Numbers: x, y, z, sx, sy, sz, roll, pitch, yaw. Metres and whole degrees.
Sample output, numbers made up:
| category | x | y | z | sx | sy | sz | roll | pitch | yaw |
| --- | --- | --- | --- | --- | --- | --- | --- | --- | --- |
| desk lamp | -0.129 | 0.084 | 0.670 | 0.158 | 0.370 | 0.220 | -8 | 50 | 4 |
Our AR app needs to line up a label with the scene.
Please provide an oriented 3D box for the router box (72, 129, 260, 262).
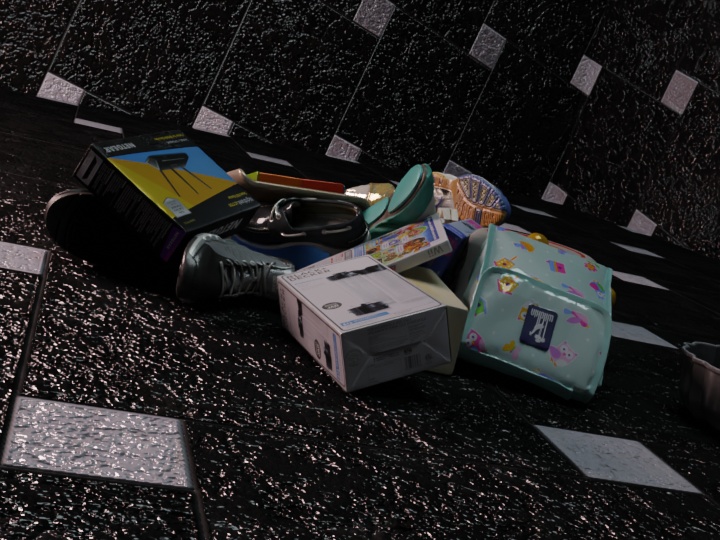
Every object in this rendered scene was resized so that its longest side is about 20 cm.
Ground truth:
| category | x | y | z | sx | sy | sz | roll | pitch | yaw |
| --- | --- | --- | --- | --- | --- | --- | --- | --- | --- |
| router box | -0.222 | -0.094 | 1.205 | 0.149 | 0.051 | 0.200 | 42 | 22 | 6 |

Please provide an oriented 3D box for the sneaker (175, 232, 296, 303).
| category | x | y | z | sx | sy | sz | roll | pitch | yaw |
| --- | --- | --- | --- | --- | --- | --- | --- | --- | --- |
| sneaker | -0.128 | 0.003 | 1.157 | 0.114 | 0.076 | 0.200 | 14 | 9 | 8 |

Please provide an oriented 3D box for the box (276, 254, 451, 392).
| category | x | y | z | sx | sy | sz | roll | pitch | yaw |
| --- | --- | --- | --- | --- | --- | --- | --- | --- | --- |
| box | -0.002 | 0.047 | 1.041 | 0.115 | 0.061 | 0.200 | -13 | 19 | -18 |

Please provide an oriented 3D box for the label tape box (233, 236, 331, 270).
| category | x | y | z | sx | sy | sz | roll | pitch | yaw |
| --- | --- | --- | --- | --- | --- | --- | --- | --- | --- |
| label tape box | -0.107 | -0.039 | 1.446 | 0.142 | 0.064 | 0.200 | 14 | 10 | 1 |

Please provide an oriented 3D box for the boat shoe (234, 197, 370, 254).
| category | x | y | z | sx | sy | sz | roll | pitch | yaw |
| --- | --- | --- | --- | --- | --- | --- | --- | --- | --- |
| boat shoe | -0.083 | -0.068 | 1.353 | 0.197 | 0.061 | 0.076 | 3 | 52 | 14 |

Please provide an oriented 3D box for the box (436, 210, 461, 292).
| category | x | y | z | sx | sy | sz | roll | pitch | yaw |
| --- | --- | --- | --- | --- | --- | --- | --- | --- | --- |
| box | 0.098 | -0.039 | 1.613 | 0.197 | 0.106 | 0.148 | 11 | 11 | -17 |

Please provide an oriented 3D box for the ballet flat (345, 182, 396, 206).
| category | x | y | z | sx | sy | sz | roll | pitch | yaw |
| --- | --- | --- | --- | --- | --- | --- | --- | --- | --- |
| ballet flat | -0.005 | -0.099 | 1.538 | 0.070 | 0.072 | 0.200 | 11 | -5 | -17 |

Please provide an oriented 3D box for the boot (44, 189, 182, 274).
| category | x | y | z | sx | sy | sz | roll | pitch | yaw |
| --- | --- | --- | --- | --- | --- | --- | --- | --- | --- |
| boot | -0.301 | -0.062 | 1.253 | 0.209 | 0.080 | 0.158 | 20 | 12 | -37 |

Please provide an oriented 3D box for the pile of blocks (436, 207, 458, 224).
| category | x | y | z | sx | sy | sz | roll | pitch | yaw |
| --- | --- | --- | --- | --- | --- | --- | --- | --- | --- |
| pile of blocks | 0.073 | -0.046 | 1.461 | 0.082 | 0.063 | 0.200 | 32 | 52 | 15 |

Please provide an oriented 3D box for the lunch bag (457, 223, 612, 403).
| category | x | y | z | sx | sy | sz | roll | pitch | yaw |
| --- | --- | --- | --- | --- | --- | --- | --- | --- | --- |
| lunch bag | 0.198 | 0.056 | 1.176 | 0.168 | 0.123 | 0.201 | 21 | 34 | 2 |

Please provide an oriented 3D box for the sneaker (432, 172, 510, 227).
| category | x | y | z | sx | sy | sz | roll | pitch | yaw |
| --- | --- | --- | --- | --- | --- | --- | --- | --- | --- |
| sneaker | 0.180 | -0.116 | 1.630 | 0.087 | 0.076 | 0.199 | 6 | 13 | -39 |

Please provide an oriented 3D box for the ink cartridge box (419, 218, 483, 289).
| category | x | y | z | sx | sy | sz | roll | pitch | yaw |
| --- | --- | --- | --- | --- | --- | --- | --- | --- | --- |
| ink cartridge box | 0.115 | -0.009 | 1.428 | 0.042 | 0.120 | 0.200 | 34 | 15 | 15 |

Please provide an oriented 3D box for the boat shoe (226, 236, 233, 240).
| category | x | y | z | sx | sy | sz | roll | pitch | yaw |
| --- | --- | --- | --- | --- | --- | --- | --- | --- | --- |
| boat shoe | -0.199 | -0.070 | 1.354 | 0.066 | 0.071 | 0.200 | 3 | 34 | -38 |

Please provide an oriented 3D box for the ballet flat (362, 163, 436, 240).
| category | x | y | z | sx | sy | sz | roll | pitch | yaw |
| --- | --- | --- | --- | --- | --- | --- | --- | --- | --- |
| ballet flat | 0.060 | -0.077 | 1.344 | 0.070 | 0.068 | 0.200 | 28 | -31 | -16 |

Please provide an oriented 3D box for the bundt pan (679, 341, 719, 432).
| category | x | y | z | sx | sy | sz | roll | pitch | yaw |
| --- | --- | --- | --- | --- | --- | --- | --- | --- | --- |
| bundt pan | 0.456 | 0.150 | 1.168 | 0.199 | 0.077 | 0.202 | 14 | 10 | -2 |

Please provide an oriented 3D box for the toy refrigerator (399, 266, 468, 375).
| category | x | y | z | sx | sy | sz | roll | pitch | yaw |
| --- | --- | --- | --- | --- | --- | --- | --- | --- | --- |
| toy refrigerator | 0.061 | 0.049 | 1.179 | 0.069 | 0.077 | 0.200 | 12 | 11 | -10 |

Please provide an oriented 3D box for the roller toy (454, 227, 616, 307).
| category | x | y | z | sx | sy | sz | roll | pitch | yaw |
| --- | --- | --- | --- | --- | --- | --- | --- | --- | --- |
| roller toy | 0.223 | 0.020 | 1.369 | 0.180 | 0.142 | 0.200 | 8 | 12 | -26 |

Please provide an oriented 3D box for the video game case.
| category | x | y | z | sx | sy | sz | roll | pitch | yaw |
| --- | --- | --- | --- | --- | --- | --- | --- | --- | --- |
| video game case | 0.011 | -0.010 | 1.242 | 0.198 | 0.018 | 0.143 | -22 | 14 | 5 |

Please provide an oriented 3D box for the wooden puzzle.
| category | x | y | z | sx | sy | sz | roll | pitch | yaw |
| --- | --- | --- | --- | --- | --- | --- | --- | --- | --- |
| wooden puzzle | -0.104 | -0.112 | 1.456 | 0.197 | 0.038 | 0.185 | 12 | -5 | -23 |
